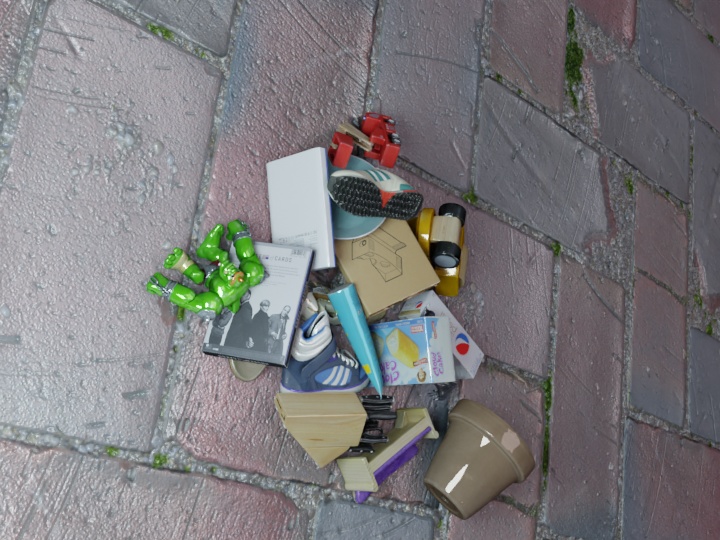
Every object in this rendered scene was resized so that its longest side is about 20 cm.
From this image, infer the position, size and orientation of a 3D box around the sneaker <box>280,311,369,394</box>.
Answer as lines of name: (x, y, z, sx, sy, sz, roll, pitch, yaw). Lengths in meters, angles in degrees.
sneaker: (-0.049, 0.141, 1.500, 0.197, 0.080, 0.150, -6, 118, -38)

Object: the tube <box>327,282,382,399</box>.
tube: (0.002, 0.124, 1.512, 0.077, 0.049, 0.204, -51, 120, -77)

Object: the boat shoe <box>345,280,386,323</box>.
boat shoe: (0.000, 0.000, 1.611, 0.062, 0.072, 0.205, -17, 94, -45)

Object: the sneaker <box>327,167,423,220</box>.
sneaker: (0.015, -0.145, 1.515, 0.196, 0.094, 0.071, 8, 118, -34)

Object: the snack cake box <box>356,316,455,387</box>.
snack cake box: (0.078, 0.151, 1.568, 0.066, 0.198, 0.118, 1, 81, -40)

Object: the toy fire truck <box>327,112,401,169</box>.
toy fire truck: (0.005, -0.250, 1.630, 0.138, 0.049, 0.202, 14, 32, -15)

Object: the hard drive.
hard drive: (-0.105, -0.099, 1.493, 0.025, 0.130, 0.205, 2, 81, -51)

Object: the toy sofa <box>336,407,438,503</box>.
toy sofa: (0.057, 0.344, 1.593, 0.198, 0.082, 0.099, -30, 101, -42)

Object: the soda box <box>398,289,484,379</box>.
soda box: (0.165, 0.133, 1.741, 0.201, 0.067, 0.064, 50, 54, -24)

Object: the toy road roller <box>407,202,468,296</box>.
toy road roller: (0.140, -0.046, 1.735, 0.201, 0.142, 0.125, 72, 26, -59)

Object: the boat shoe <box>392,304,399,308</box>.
boat shoe: (0.035, -0.025, 1.663, 0.074, 0.064, 0.206, -32, 109, -53)

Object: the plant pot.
plant pot: (0.216, 0.385, 1.684, 0.175, 0.199, 0.201, -46, 113, -17)

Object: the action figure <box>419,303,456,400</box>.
action figure: (0.122, 0.159, 1.642, 0.120, 0.100, 0.203, -100, 172, -53)

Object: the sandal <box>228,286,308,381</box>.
sandal: (-0.154, 0.092, 1.436, 0.080, 0.054, 0.202, 37, 81, -15)

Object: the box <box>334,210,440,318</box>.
box: (0.032, -0.031, 1.566, 0.161, 0.021, 0.203, -23, 74, -24)

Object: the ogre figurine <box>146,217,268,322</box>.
ogre figurine: (-0.231, 0.004, 1.377, 0.120, 0.099, 0.199, 42, 34, 12)

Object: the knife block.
knife block: (-0.030, 0.245, 1.470, 0.174, 0.064, 0.201, -36, 128, -2)

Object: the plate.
plate: (-0.041, -0.133, 1.571, 0.195, 0.026, 0.204, 5, 55, -7)

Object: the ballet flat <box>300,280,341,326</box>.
ballet flat: (-0.079, 0.061, 1.522, 0.198, 0.071, 0.074, 15, 72, -41)

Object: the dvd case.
dvd case: (-0.167, 0.050, 1.410, 0.025, 0.147, 0.204, 64, 36, -63)
